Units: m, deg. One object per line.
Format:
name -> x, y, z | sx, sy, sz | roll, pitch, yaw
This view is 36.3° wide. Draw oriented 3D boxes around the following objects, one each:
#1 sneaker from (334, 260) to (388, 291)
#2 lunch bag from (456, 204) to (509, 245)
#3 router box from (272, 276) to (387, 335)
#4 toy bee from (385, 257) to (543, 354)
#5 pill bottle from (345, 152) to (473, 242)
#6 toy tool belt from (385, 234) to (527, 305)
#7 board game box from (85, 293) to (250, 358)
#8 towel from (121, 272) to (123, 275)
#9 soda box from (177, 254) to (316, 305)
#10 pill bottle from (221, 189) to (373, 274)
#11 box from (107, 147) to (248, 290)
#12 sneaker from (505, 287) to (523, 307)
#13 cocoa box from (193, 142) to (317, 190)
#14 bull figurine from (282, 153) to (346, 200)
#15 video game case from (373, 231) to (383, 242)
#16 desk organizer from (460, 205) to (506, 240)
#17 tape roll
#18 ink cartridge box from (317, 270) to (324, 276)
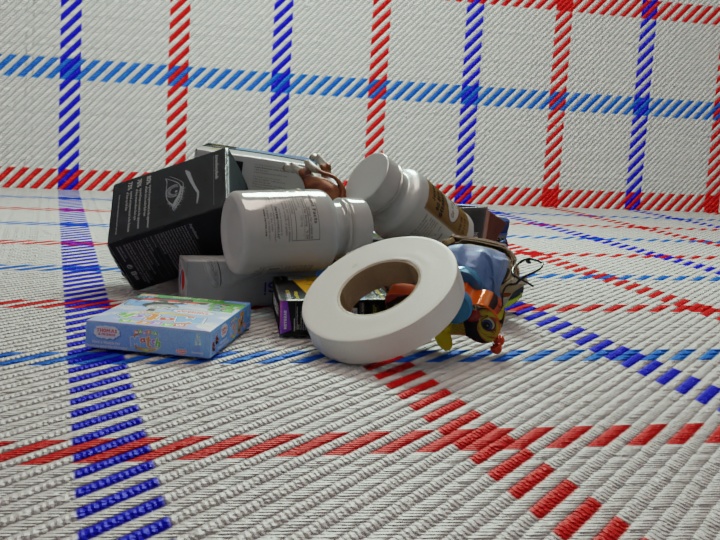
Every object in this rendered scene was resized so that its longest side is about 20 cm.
sneaker -> 0.000, 0.000, 1.727 | 0.078, 0.075, 0.200 | -9, 6, -10
lunch bag -> 0.179, -0.055, 2.003 | 0.198, 0.134, 0.135 | 8, 10, 36
router box -> -0.042, 0.046, 1.486 | 0.147, 0.052, 0.200 | 0, 8, -8
toy bee -> 0.132, 0.058, 1.351 | 0.198, 0.110, 0.131 | 5, 33, 44
pill bottle -> 0.074, -0.090, 1.691 | 0.199, 0.115, 0.114 | 36, -13, -34
toy tool belt -> 0.132, 0.011, 1.571 | 0.197, 0.127, 0.123 | 2, 0, -3
board game box -> -0.228, 0.065, 1.340 | 0.149, 0.037, 0.200 | 5, 9, 7
towel -> -0.291, -0.031, 1.842 | 0.146, 0.022, 0.200 | -27, -3, 25
soda box -> -0.166, 0.014, 1.612 | 0.197, 0.069, 0.063 | 1, 8, -22
pill bottle -> -0.089, -0.056, 1.553 | 0.197, 0.116, 0.114 | -3, 10, -25
box -> -0.272, -0.079, 1.671 | 0.197, 0.105, 0.149 | -16, 42, 8
sneaker -> 0.151, 0.013, 1.660 | 0.197, 0.082, 0.074 | 4, 19, -3
cocoa box -> -0.176, -0.130, 1.819 | 0.197, 0.135, 0.131 | 8, 10, -2
bull figurine -> -0.100, -0.085, 1.687 | 0.065, 0.200, 0.122 | 8, 44, -55
video game case -> 0.007, -0.032, 1.881 | 0.197, 0.018, 0.144 | 8, -23, -2
desk organizer -> 0.146, -0.061, 1.888 | 0.198, 0.073, 0.077 | 0, -17, 37
tape roll -> 0.026, 0.032, 1.315 | 0.200, 0.037, 0.204 | -17, 32, 10
ink cartridge box -> -0.164, -0.012, 1.791 | 0.198, 0.068, 0.116 | -4, 10, -38
